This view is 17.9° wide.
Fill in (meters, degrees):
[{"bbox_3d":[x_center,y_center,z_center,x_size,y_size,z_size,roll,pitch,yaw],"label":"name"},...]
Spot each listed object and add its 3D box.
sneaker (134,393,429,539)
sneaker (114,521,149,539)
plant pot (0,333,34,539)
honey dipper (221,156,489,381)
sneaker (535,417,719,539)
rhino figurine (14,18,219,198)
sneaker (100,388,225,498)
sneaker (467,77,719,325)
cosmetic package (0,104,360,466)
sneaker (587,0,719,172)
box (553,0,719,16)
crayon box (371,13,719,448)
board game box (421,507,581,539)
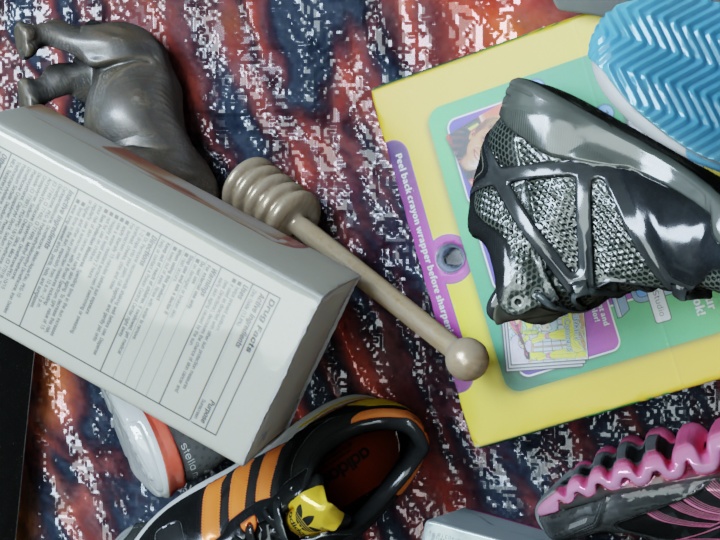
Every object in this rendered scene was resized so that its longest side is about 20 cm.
[{"bbox_3d":[-0.048,0.133,1.202,0.200,0.090,0.070,-37,97,-16],"label":"sneaker"},{"bbox_3d":[-0.120,0.236,1.296,0.074,0.079,0.201,5,110,-1],"label":"sneaker"},{"bbox_3d":[-0.320,0.067,1.292,0.199,0.177,0.200,10,96,28],"label":"plant pot"},{"bbox_3d":[0.000,0.000,1.216,0.200,0.038,0.038,37,105,37],"label":"honey dipper"},{"bbox_3d":[0.188,0.123,1.172,0.199,0.079,0.096,-15,98,22],"label":"sneaker"},{"bbox_3d":[-0.125,-0.052,1.265,0.087,0.060,0.200,-14,73,-23],"label":"rhino figurine"},{"bbox_3d":[-0.121,0.029,1.294,0.082,0.077,0.200,-22,75,-12],"label":"sneaker"},{"bbox_3d":[0.136,-0.003,1.119,0.199,0.076,0.114,30,103,20],"label":"sneaker"},{"bbox_3d":[-0.114,0.004,1.180,0.200,0.087,0.104,30,105,9],"label":"cosmetic package"},{"bbox_3d":[0.197,-0.070,1.111,0.200,0.081,0.077,23,78,-12],"label":"sneaker"},{"bbox_3d":[0.196,-0.223,1.091,0.199,0.131,0.200,12,78,19],"label":"box"},{"bbox_3d":[0.117,-0.027,1.195,0.172,0.058,0.201,-18,85,19],"label":"crayon box"},{"bbox_3d":[0.092,0.243,1.214,0.147,0.064,0.201,15,96,21],"label":"board game box"}]
